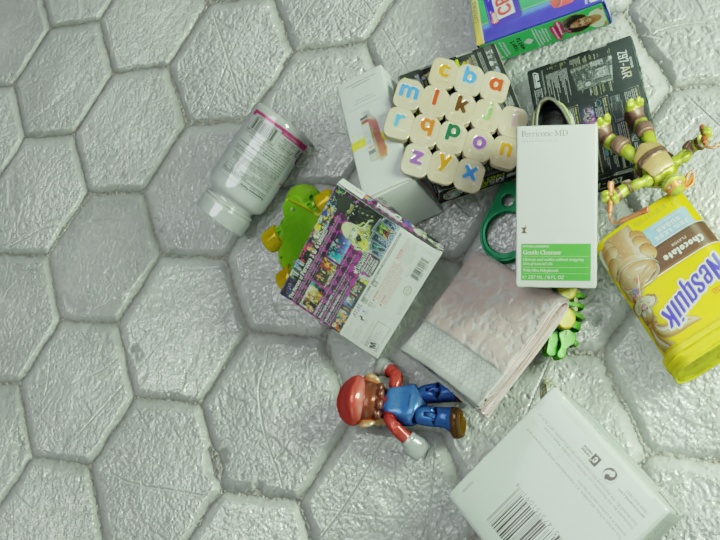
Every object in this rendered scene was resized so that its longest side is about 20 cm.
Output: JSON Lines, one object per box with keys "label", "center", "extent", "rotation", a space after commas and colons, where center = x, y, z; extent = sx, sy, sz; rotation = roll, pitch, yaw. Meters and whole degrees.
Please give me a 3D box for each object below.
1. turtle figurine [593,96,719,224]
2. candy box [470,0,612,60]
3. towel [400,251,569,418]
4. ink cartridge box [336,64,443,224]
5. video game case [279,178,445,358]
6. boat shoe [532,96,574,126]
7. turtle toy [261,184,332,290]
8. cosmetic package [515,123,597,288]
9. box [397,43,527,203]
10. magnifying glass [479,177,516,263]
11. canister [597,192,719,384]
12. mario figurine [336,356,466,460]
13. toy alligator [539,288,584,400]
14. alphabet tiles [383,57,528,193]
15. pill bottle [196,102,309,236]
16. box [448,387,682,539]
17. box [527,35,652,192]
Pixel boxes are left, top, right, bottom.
{"label": "turtle figurine", "center": [0.385, -0.152, 1.152], "extent": [0.198, 0.064, 0.163], "rotation": [-36, 52, 12]}
{"label": "candy box", "center": [0.266, -0.431, 1.349], "extent": [0.196, 0.077, 0.173], "rotation": [-15, 69, 25]}
{"label": "towel", "center": [0.166, 0.079, 1.222], "extent": [0.192, 0.032, 0.199], "rotation": [-52, 38, -4]}
{"label": "ink cartridge box", "center": [0.046, -0.183, 1.353], "extent": [0.082, 0.145, 0.204], "rotation": [-21, 66, 19]}
{"label": "video game case", "center": [0.000, 0.000, 1.286], "extent": [0.179, 0.036, 0.202], "rotation": [32, 116, 4]}
{"label": "boat shoe", "center": [0.275, -0.139, 1.213], "extent": [0.071, 0.060, 0.206], "rotation": [-15, 72, 22]}
{"label": "turtle toy", "center": [-0.075, -0.056, 1.404], "extent": [0.144, 0.101, 0.203], "rotation": [-31, 62, 16]}
{"label": "cosmetic package", "center": [0.253, -0.083, 1.142], "extent": [0.105, 0.085, 0.205], "rotation": [-1, 95, 15]}
{"label": "box", "center": [0.158, -0.219, 1.311], "extent": [0.157, 0.044, 0.204], "rotation": [-19, 71, 0]}
{"label": "magnifying glass", "center": [0.220, -0.110, 1.311], "extent": [0.078, 0.022, 0.205], "rotation": [-1, 76, 28]}
{"label": "canister", "center": [0.409, 0.018, 1.132], "extent": [0.147, 0.086, 0.202], "rotation": [-35, 60, 13]}
{"label": "mario figurine", "center": [0.060, 0.197, 1.284], "extent": [0.195, 0.124, 0.108], "rotation": [1, 116, 20]}
{"label": "toy alligator", "center": [0.277, 0.079, 1.205], "extent": [0.053, 0.059, 0.205], "rotation": [9, 76, -12]}
{"label": "alphabet tiles", "center": [0.137, -0.208, 1.269], "extent": [0.196, 0.015, 0.199], "rotation": [15, 71, 6]}
{"label": "pill bottle", "center": [-0.183, -0.168, 1.489], "extent": [0.113, 0.113, 0.202], "rotation": [36, 93, 31]}
{"label": "box", "center": [0.254, 0.293, 1.104], "extent": [0.200, 0.130, 0.199], "rotation": [-46, 59, 7]}
{"label": "box", "center": [0.332, -0.215, 1.267], "extent": [0.157, 0.043, 0.205], "rotation": [-15, 68, 23]}
